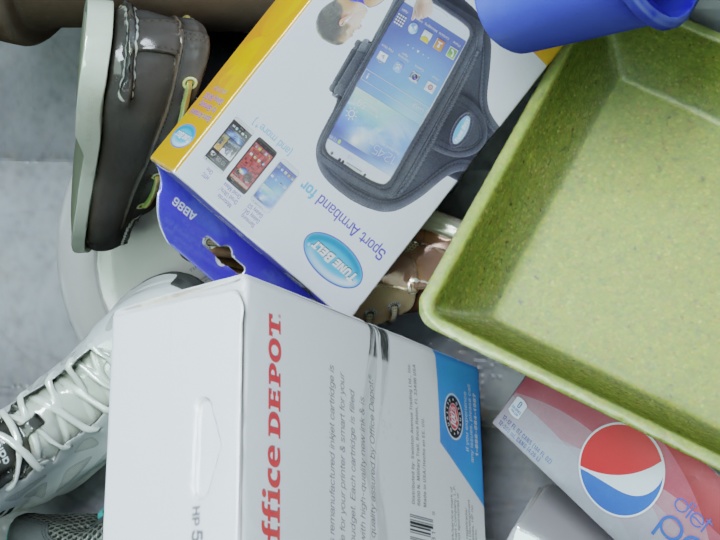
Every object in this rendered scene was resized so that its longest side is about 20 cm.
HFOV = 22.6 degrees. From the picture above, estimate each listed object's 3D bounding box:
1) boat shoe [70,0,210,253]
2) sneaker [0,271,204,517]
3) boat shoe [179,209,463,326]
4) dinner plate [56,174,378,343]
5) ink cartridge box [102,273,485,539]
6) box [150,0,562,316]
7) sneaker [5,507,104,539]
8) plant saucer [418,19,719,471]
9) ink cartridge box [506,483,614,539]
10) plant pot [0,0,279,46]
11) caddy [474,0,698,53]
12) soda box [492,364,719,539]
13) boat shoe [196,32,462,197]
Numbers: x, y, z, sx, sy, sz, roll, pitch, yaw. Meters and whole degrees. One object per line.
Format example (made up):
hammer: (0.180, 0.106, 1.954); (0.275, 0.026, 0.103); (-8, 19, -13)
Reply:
boat shoe: (-0.113, -0.062, 0.899); (0.060, 0.201, 0.072); (4, 65, -9)
sneaker: (-0.156, 0.083, 0.960); (0.200, 0.115, 0.076); (-41, 87, 32)
boat shoe: (0.000, 0.000, 0.918); (0.198, 0.076, 0.072); (20, 76, 8)
dinner plate: (-0.082, -0.003, 0.989); (0.198, 0.024, 0.202); (3, 100, 18)
ink cartridge box: (-0.026, 0.100, 0.843); (0.084, 0.199, 0.147); (-13, 68, 34)
box: (-0.005, -0.073, 0.844); (0.119, 0.041, 0.201); (40, 83, -27)
sneaker: (-0.098, 0.136, 0.994); (0.198, 0.078, 0.092); (2, 95, 9)
plant saucer: (0.157, -0.010, 0.856); (0.198, 0.048, 0.201); (26, 72, 13)
ink cartridge box: (0.138, 0.225, 0.916); (0.199, 0.084, 0.147); (29, 106, 12)
plant pot: (-0.100, -0.195, 0.880); (0.173, 0.200, 0.202); (14, 103, 7)
caddy: (0.111, -0.183, 0.806); (0.104, 0.200, 0.142); (-14, 112, 31)
soda box: (0.163, 0.113, 0.874); (0.200, 0.070, 0.064); (43, 112, 23)
boat shoe: (-0.039, -0.091, 0.927); (0.199, 0.068, 0.072); (28, 90, 10)
